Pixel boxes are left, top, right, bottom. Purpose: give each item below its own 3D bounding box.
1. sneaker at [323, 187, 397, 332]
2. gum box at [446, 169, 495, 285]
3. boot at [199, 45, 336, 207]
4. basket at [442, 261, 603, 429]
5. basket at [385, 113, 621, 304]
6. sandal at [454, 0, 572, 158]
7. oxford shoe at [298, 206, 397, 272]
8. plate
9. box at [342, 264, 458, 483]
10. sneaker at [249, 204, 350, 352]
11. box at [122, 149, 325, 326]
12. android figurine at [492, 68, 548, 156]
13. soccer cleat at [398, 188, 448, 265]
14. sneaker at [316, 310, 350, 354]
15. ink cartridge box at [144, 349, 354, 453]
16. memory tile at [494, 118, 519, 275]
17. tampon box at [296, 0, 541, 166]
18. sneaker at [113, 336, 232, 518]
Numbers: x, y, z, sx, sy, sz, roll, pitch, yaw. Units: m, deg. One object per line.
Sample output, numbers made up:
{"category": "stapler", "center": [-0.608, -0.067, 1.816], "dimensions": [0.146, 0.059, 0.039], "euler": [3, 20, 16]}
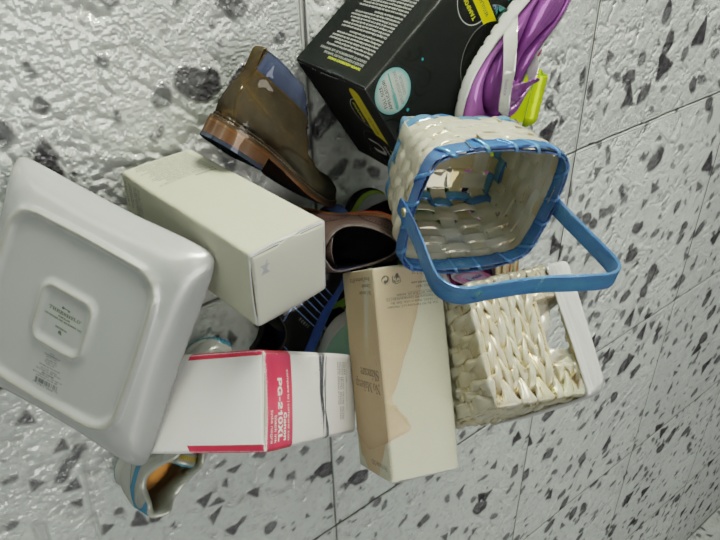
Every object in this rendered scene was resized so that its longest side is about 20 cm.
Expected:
{"category": "sneaker", "center": [0.000, 0.000, 0.800], "dimensions": [0.070, 0.082, 0.205], "euler": [-2, 116, -39]}
{"category": "gum box", "center": [0.153, -0.036, 0.853], "dimensions": [0.200, 0.064, 0.116], "euler": [52, 47, -64]}
{"category": "boot", "center": [-0.065, -0.134, 0.664], "dimensions": [0.199, 0.074, 0.099], "euler": [26, 91, -59]}
{"category": "basket", "center": [0.134, 0.089, 0.699], "dimensions": [0.120, 0.139, 0.200], "euler": [-5, 162, -21]}
{"category": "basket", "center": [0.115, -0.051, 0.594], "dimensions": [0.172, 0.202, 0.142], "euler": [-2, 128, -19]}
{"category": "sandal", "center": [0.154, -0.203, 0.650], "dimensions": [0.081, 0.050, 0.206], "euler": [14, 108, -45]}
{"category": "oxford shoe", "center": [-0.051, -0.030, 0.690], "dimensions": [0.194, 0.073, 0.073], "euler": [-7, 102, 2]}
{"category": "plate", "center": [-0.237, 0.039, 0.546], "dimensions": [0.204, 0.196, 0.032], "euler": [-67, 171, 14]}
{"category": "box", "center": [0.039, 0.099, 0.675], "dimensions": [0.076, 0.095, 0.206], "euler": [-5, 87, -21]}
{"category": "sneaker", "center": [-0.069, 0.020, 0.761], "dimensions": [0.077, 0.070, 0.204], "euler": [-3, 118, -48]}
{"category": "box", "center": [-0.122, -0.037, 0.579], "dimensions": [0.081, 0.198, 0.070], "euler": [-27, 132, -35]}
{"category": "android figurine", "center": [0.168, -0.215, 0.851], "dimensions": [0.179, 0.041, 0.205], "euler": [-10, 119, -38]}
{"category": "soccer cleat", "center": [0.082, -0.019, 0.855], "dimensions": [0.081, 0.066, 0.204], "euler": [39, 73, -53]}
{"category": "sneaker", "center": [-0.012, 0.152, 0.828], "dimensions": [0.073, 0.119, 0.202], "euler": [-23, 152, -31]}
{"category": "ink cartridge box", "center": [-0.104, 0.126, 0.647], "dimensions": [0.199, 0.141, 0.087], "euler": [21, 65, -67]}
{"category": "memory tile", "center": [0.191, -0.076, 0.828], "dimensions": [0.153, 0.016, 0.206], "euler": [3, 91, -72]}
{"category": "tampon box", "center": [0.064, -0.224, 0.688], "dimensions": [0.201, 0.126, 0.150], "euler": [-50, 137, -5]}
{"category": "sneaker", "center": [-0.192, 0.171, 0.735], "dimensions": [0.076, 0.080, 0.203], "euler": [30, 87, -46]}
